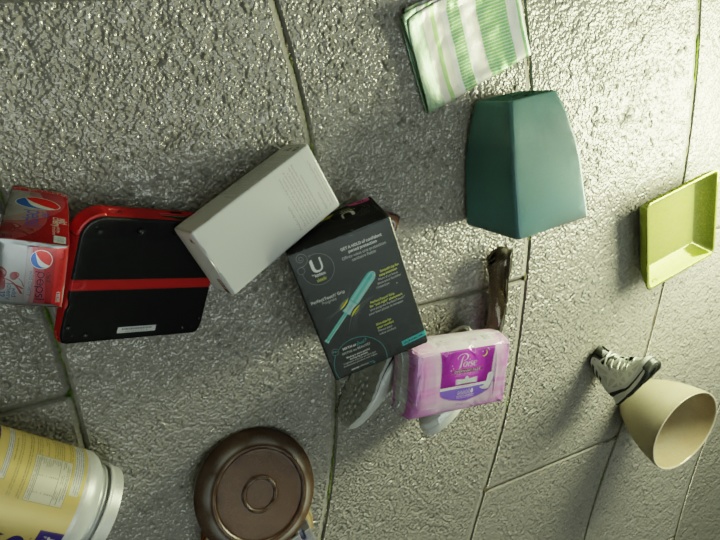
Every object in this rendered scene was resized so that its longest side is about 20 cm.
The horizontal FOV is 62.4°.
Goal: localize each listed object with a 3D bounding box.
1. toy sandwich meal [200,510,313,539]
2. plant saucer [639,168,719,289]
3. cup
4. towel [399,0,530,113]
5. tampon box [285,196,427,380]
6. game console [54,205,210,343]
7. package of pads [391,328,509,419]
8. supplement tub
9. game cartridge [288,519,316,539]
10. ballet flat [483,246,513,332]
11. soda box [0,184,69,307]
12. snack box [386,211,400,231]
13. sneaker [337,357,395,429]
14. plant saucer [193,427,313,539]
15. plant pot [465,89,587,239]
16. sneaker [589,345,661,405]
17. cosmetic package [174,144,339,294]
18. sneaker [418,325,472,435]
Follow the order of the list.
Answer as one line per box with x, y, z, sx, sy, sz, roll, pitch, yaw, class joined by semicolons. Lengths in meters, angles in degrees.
-0.179;0.457;1.028;0.204;0.070;0.207;-14;118;-27;toy sandwich meal
0.647;-0.089;1.230;0.199;0.048;0.201;-25;120;-16;plant saucer
0.691;0.332;1.375;0.199;0.143;0.202;-10;115;-23;cup
0.161;-0.348;0.884;0.199;0.023;0.153;-31;122;-13;towel
-0.011;0.021;0.863;0.149;0.126;0.201;-21;112;-5;tampon box
-0.282;0.007;0.774;0.199;0.031;0.178;0;117;-46;game console
0.148;0.167;0.991;0.199;0.076;0.121;-4;106;-27;package of pads
-0.433;0.293;0.775;0.199;0.145;0.146;31;95;-33;supplement tub
-0.158;0.520;1.005;0.199;0.038;0.130;-27;127;-20;game cartridge
0.244;0.050;1.085;0.046;0.067;0.201;9;118;17;ballet flat
-0.353;-0.031;0.645;0.063;0.200;0.071;6;109;-28;soda box
0.000;0.000;0.947;0.071;0.024;0.201;9;107;-27;snack box
0.035;0.189;1.021;0.080;0.076;0.201;24;100;-42;sneaker
-0.165;0.357;0.957;0.199;0.032;0.202;3;83;-24;plant saucer
0.251;-0.175;0.941;0.140;0.141;0.201;-19;111;-20;plant pot
0.536;0.202;1.241;0.075;0.115;0.201;-34;156;-16;sneaker
-0.133;-0.072;0.788;0.200;0.074;0.102;-41;118;-23;cosmetic package
0.152;0.193;1.085;0.200;0.074;0.116;-51;122;-10;sneaker
